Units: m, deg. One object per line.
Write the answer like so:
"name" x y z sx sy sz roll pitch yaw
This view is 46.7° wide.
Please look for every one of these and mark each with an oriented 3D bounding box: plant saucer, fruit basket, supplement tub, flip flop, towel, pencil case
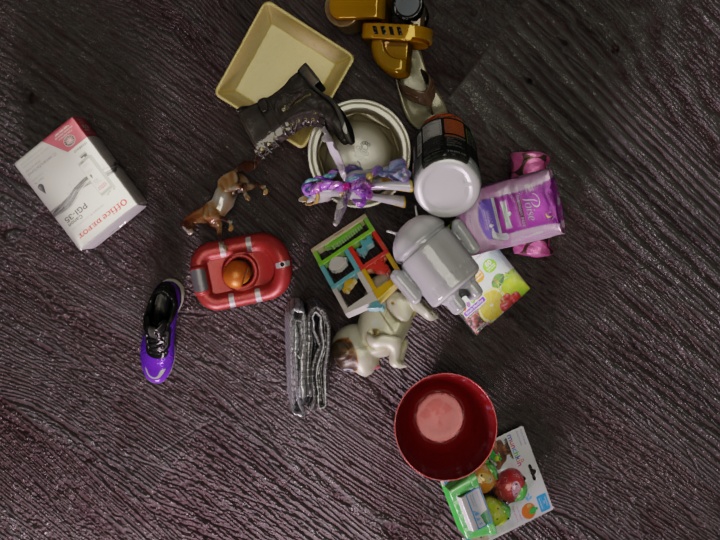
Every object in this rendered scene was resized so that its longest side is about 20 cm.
"plant saucer" -0.142 -0.366 1.578 0.198 0.048 0.202 31 93 -5
"fruit basket" 0.268 0.434 1.648 0.197 0.094 0.188 -21 96 -4
"supplement tub" 0.153 -0.197 1.512 0.120 0.201 0.124 2 125 3
"flip flop" 0.109 -0.353 1.585 0.080 0.058 0.203 -20 96 0
"towel" -0.096 0.157 1.571 0.084 0.166 0.204 -2 96 -8
"pencil case" 0.329 -0.128 1.603 0.090 0.093 0.204 3 97 40

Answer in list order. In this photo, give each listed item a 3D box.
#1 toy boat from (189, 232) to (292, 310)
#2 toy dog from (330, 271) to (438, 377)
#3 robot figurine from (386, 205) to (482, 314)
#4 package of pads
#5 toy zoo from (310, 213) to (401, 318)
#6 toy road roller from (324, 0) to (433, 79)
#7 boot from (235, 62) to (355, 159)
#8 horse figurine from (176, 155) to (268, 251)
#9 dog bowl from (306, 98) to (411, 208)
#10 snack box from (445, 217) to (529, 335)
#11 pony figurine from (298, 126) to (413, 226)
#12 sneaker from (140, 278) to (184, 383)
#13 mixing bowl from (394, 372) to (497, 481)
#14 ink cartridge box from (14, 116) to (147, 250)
"toy boat" -0.226 0.004 1.567 0.196 0.131 0.133 -11 96 -1
"toy dog" 0.027 0.110 1.586 0.193 0.140 0.201 41 94 -1
"robot figurine" 0.135 -0.017 1.500 0.169 0.113 0.201 -39 85 -10
"package of pads" 0.269 -0.104 1.533 0.196 0.076 0.123 -13 95 18
"toy zoo" 0.000 0.000 1.570 0.130 0.021 0.201 -33 56 2
"toy road roller" 0.034 -0.431 1.524 0.196 0.123 0.149 5 95 10
"boot" -0.119 -0.261 1.517 0.173 0.069 0.201 -37 69 5
"horse figurine" -0.250 -0.131 1.575 0.050 0.132 0.202 30 95 -47
"dog bowl" -0.003 -0.220 1.585 0.196 0.074 0.205 0 95 -2
"snack box" 0.213 0.004 1.623 0.142 0.053 0.201 -40 94 -1
"pony figurine" -0.011 -0.151 1.466 0.196 0.193 0.170 -4 79 -5
"sneaker" -0.387 0.119 1.585 0.068 0.100 0.204 9 94 -1
"mixing bowl" 0.160 0.293 1.618 0.196 0.108 0.205 0 91 -1
"ink cartridge box" -0.519 -0.161 1.563 0.146 0.083 0.201 -37 95 1
